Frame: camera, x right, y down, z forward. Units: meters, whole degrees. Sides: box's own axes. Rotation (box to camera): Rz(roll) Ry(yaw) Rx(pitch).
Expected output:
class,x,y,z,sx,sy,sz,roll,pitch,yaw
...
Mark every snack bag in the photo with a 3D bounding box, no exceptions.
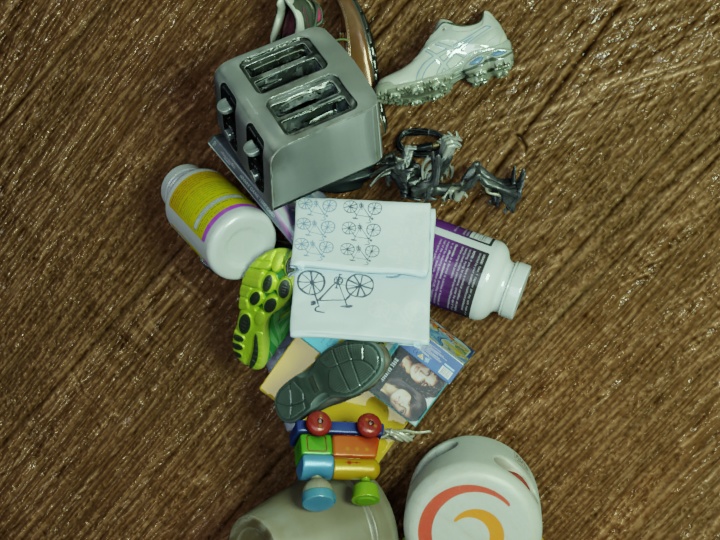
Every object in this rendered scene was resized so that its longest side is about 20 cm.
class,x,y,z,sx,sy,sz,roll,pitch,yaw
snack bag,0.000,0.000,1.359,0.187,0.021,0.202,4,67,1

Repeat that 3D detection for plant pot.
class,x,y,z,sx,sy,sz,roll,pitch,yaw
plant pot,-0.077,0.369,1.427,0.199,0.173,0.202,4,96,47

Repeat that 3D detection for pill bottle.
class,x,y,z,sx,sy,sz,roll,pitch,yaw
pill bottle,-0.205,-0.076,1.469,0.200,0.104,0.105,41,103,45
pill bottle,0.124,-0.003,1.432,0.199,0.112,0.113,21,97,11

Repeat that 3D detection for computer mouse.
class,x,y,z,sx,sy,sz,roll,pitch,yaw
computer mouse,0.022,-0.156,1.485,0.198,0.034,0.059,-19,87,10

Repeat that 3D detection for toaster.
class,x,y,z,sx,sy,sz,roll,pitch,yaw
toaster,-0.073,-0.198,1.367,0.199,0.119,0.181,-24,58,-14

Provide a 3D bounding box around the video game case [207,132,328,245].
class,x,y,z,sx,sy,sz,roll,pitch,yaw
video game case,-0.108,-0.116,1.464,0.019,0.143,0.200,-42,84,28

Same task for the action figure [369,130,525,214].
class,x,y,z,sx,sy,sz,roll,pitch,yaw
action figure,0.116,-0.137,1.420,0.198,0.119,0.103,9,107,-4

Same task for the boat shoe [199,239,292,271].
class,x,y,z,sx,sy,sz,roll,pitch,yaw
boat shoe,-0.148,-0.018,1.506,0.198,0.065,0.073,10,91,23

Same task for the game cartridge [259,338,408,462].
class,x,y,z,sx,sy,sz,roll,pitch,yaw
game cartridge,-0.013,0.153,1.484,0.199,0.032,0.177,37,95,2

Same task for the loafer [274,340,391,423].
class,x,y,z,sx,sy,sz,roll,pitch,yaw
loafer,-0.030,0.143,1.402,0.199,0.063,0.072,-31,70,34

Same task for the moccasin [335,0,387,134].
class,x,y,z,sx,sy,sz,roll,pitch,yaw
moccasin,-0.014,-0.282,1.474,0.077,0.074,0.203,-9,101,5

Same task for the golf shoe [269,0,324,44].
class,x,y,z,sx,sy,sz,roll,pitch,yaw
golf shoe,-0.102,-0.285,1.479,0.077,0.088,0.202,3,94,20

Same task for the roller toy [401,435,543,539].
class,x,y,z,sx,sy,sz,roll,pitch,yaw
roller toy,0.154,0.324,1.428,0.198,0.140,0.184,3,102,6

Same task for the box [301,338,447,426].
class,x,y,z,sx,sy,sz,roll,pitch,yaw
box,0.020,0.117,1.439,0.199,0.049,0.083,37,95,4

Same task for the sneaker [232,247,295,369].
class,x,y,z,sx,sy,sz,roll,pitch,yaw
sneaker,-0.124,0.043,1.451,0.074,0.084,0.201,31,126,12

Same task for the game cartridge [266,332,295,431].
class,x,y,z,sx,sy,sz,roll,pitch,yaw
game cartridge,-0.076,0.118,1.525,0.129,0.038,0.202,-18,89,17

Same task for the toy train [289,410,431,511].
class,x,y,z,sx,sy,sz,roll,pitch,yaw
toy train,0.009,0.257,1.400,0.198,0.085,0.117,5,55,-16

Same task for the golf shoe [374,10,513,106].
class,x,y,z,sx,sy,sz,roll,pitch,yaw
golf shoe,0.105,-0.288,1.440,0.198,0.078,0.098,-18,81,-4

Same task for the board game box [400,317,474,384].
class,x,y,z,sx,sy,sz,roll,pitch,yaw
board game box,0.060,0.071,1.439,0.199,0.135,0.035,38,100,8
